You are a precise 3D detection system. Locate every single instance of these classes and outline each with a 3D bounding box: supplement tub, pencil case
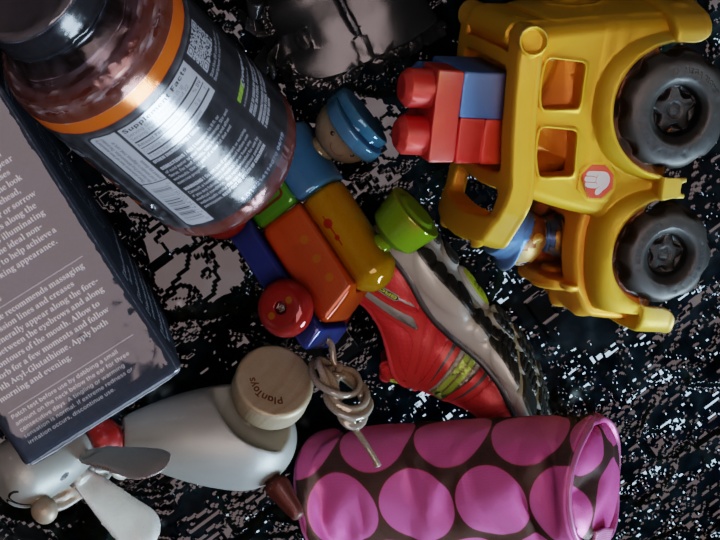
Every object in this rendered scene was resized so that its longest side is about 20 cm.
[{"bbox_3d":[-0.124,-0.106,1.118,0.107,0.107,0.200,-43,141,3],"label":"supplement tub"},{"bbox_3d":[0.062,0.139,1.256,0.198,0.091,0.095,-7,77,27],"label":"pencil case"}]

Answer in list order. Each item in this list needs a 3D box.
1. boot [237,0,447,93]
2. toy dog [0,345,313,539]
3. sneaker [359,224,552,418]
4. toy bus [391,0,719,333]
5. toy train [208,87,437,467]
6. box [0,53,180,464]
[{"bbox_3d":[0.006,-0.206,1.207,0.197,0.073,0.164,-23,106,3],"label":"boot"},{"bbox_3d":[-0.112,0.124,1.231,0.198,0.132,0.097,-23,65,-4],"label":"toy dog"},{"bbox_3d":[0.054,0.055,1.296,0.085,0.077,0.201,-31,108,20],"label":"sneaker"},{"bbox_3d":[0.105,-0.066,1.214,0.190,0.136,0.202,-3,107,-20],"label":"toy bus"},{"bbox_3d":[0.000,0.000,1.206,0.115,0.085,0.201,-37,78,17],"label":"toy train"},{"bbox_3d":[-0.203,-0.015,1.178,0.107,0.148,0.201,-31,107,-1],"label":"box"}]
